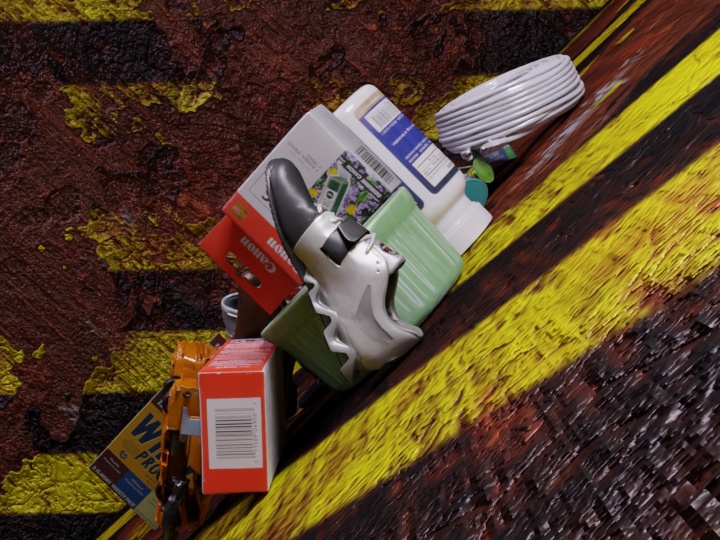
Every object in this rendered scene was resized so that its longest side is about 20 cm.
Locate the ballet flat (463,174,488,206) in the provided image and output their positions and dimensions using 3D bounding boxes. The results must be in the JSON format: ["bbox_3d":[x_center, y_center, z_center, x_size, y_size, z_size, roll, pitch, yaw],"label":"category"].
[{"bbox_3d":[0.068,-0.040,1.372,0.200,0.067,0.070,-48,16,-7],"label":"ballet flat"}]

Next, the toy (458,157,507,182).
[{"bbox_3d":[0.103,-0.076,1.519,0.115,0.047,0.200,-16,-19,-46],"label":"toy"}]

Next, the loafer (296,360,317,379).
[{"bbox_3d":[-0.029,0.071,1.429,0.072,0.063,0.200,-25,10,32],"label":"loafer"}]

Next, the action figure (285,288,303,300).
[{"bbox_3d":[0.000,0.000,1.272,0.052,0.200,0.065,30,115,50],"label":"action figure"}]

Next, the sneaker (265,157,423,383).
[{"bbox_3d":[-0.011,-0.014,0.973,0.088,0.200,0.074,-26,2,13],"label":"sneaker"}]

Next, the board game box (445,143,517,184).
[{"bbox_3d":[0.106,-0.113,1.575,0.200,0.034,0.135,-19,-16,-42],"label":"board game box"}]

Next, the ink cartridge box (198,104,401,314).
[{"bbox_3d":[-0.068,-0.050,1.108,0.200,0.109,0.050,-45,2,22],"label":"ink cartridge box"}]

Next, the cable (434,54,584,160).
[{"bbox_3d":[0.191,-0.216,1.504,0.200,0.069,0.200,-27,11,-8],"label":"cable"}]

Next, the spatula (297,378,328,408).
[{"bbox_3d":[-0.079,0.152,1.315,0.200,0.021,0.057,-36,36,52],"label":"spatula"}]

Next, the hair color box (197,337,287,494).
[{"bbox_3d":[-0.109,0.132,1.094,0.064,0.111,0.200,-2,4,2],"label":"hair color box"}]

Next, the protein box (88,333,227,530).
[{"bbox_3d":[-0.253,0.233,1.692,0.200,0.135,0.199,-46,2,23],"label":"protein box"}]

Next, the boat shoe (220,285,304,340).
[{"bbox_3d":[-0.070,0.048,1.312,0.201,0.072,0.070,-6,34,22],"label":"boat shoe"}]

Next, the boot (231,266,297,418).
[{"bbox_3d":[-0.114,0.090,1.222,0.075,0.074,0.200,-25,-53,-33],"label":"boot"}]

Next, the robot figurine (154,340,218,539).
[{"bbox_3d":[-0.183,0.184,1.208,0.145,0.058,0.200,-105,21,-64],"label":"robot figurine"}]

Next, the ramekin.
[{"bbox_3d":[0.007,0.023,1.113,0.200,0.098,0.200,-46,2,2],"label":"ramekin"}]

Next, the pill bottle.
[{"bbox_3d":[0.041,-0.094,1.247,0.116,0.200,0.116,-45,2,2],"label":"pill bottle"}]
